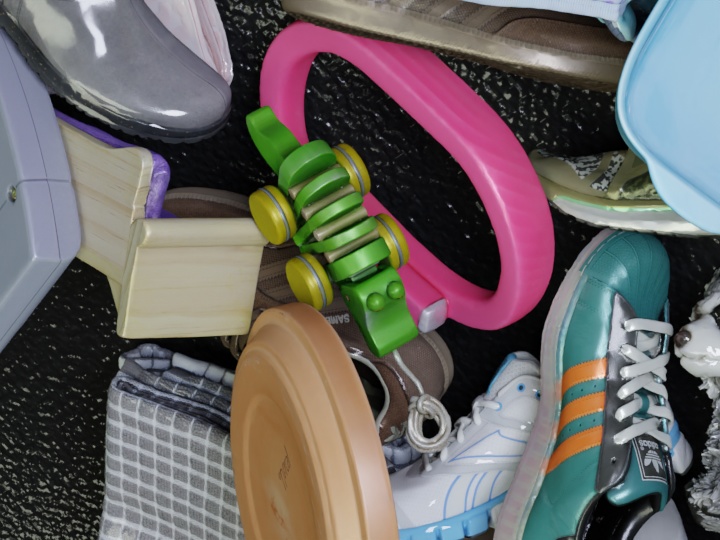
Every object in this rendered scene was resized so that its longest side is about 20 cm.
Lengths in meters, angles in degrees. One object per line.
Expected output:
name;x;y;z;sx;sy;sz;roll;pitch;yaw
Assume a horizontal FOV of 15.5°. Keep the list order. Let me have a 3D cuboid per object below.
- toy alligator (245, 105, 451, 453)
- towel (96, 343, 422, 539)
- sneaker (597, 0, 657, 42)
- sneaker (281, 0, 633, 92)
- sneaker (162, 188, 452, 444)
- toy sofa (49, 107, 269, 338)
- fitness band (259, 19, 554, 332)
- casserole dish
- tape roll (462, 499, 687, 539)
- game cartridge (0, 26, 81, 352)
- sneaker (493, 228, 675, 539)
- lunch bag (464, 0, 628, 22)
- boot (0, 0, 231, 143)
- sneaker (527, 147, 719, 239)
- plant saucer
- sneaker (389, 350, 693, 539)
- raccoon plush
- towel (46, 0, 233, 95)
toy alligator;0.000;0.000;1.351;0.201;0.059;0.054;61;161;4
towel;-0.067;0.145;1.574;0.199;0.086;0.166;18;128;19
sneaker;0.129;-0.156;1.240;0.200;0.086;0.078;38;133;3
sneaker;0.063;-0.140;1.304;0.199;0.070;0.076;13;91;2
sneaker;-0.045;0.024;1.471;0.199;0.076;0.071;29;132;10
toy sofa;-0.136;-0.038;1.432;0.200;0.082;0.098;26;110;49
fitness band;0.021;-0.051;1.379;0.200;0.037;0.144;43;145;25
casserole dish;0.189;-0.105;1.195;0.121;0.201;0.039;35;168;-9
tape roll;0.086;0.187;1.433;0.201;0.203;0.071;-3;121;32
game cartridge;-0.212;-0.062;1.435;0.133;0.041;0.201;-44;57;38
sneaker;0.132;0.080;1.349;0.080;0.071;0.201;19;97;46
lunch bag;0.049;-0.219;1.165;0.199;0.127;0.171;25;119;16
boot;-0.136;-0.163;1.373;0.199;0.070;0.132;33;126;0
sneaker;0.175;-0.060;1.311;0.199;0.077;0.089;7;94;29
plant saucer;-0.029;0.118;1.359;0.200;0.032;0.202;170;90;-71
sneaker;0.074;0.091;1.430;0.199;0.075;0.087;-17;103;-1
raccoon plush;0.237;0.074;1.363;0.096;0.135;0.199;-11;155;43
towel;-0.177;-0.182;1.445;0.199;0.032;0.192;3;122;29
